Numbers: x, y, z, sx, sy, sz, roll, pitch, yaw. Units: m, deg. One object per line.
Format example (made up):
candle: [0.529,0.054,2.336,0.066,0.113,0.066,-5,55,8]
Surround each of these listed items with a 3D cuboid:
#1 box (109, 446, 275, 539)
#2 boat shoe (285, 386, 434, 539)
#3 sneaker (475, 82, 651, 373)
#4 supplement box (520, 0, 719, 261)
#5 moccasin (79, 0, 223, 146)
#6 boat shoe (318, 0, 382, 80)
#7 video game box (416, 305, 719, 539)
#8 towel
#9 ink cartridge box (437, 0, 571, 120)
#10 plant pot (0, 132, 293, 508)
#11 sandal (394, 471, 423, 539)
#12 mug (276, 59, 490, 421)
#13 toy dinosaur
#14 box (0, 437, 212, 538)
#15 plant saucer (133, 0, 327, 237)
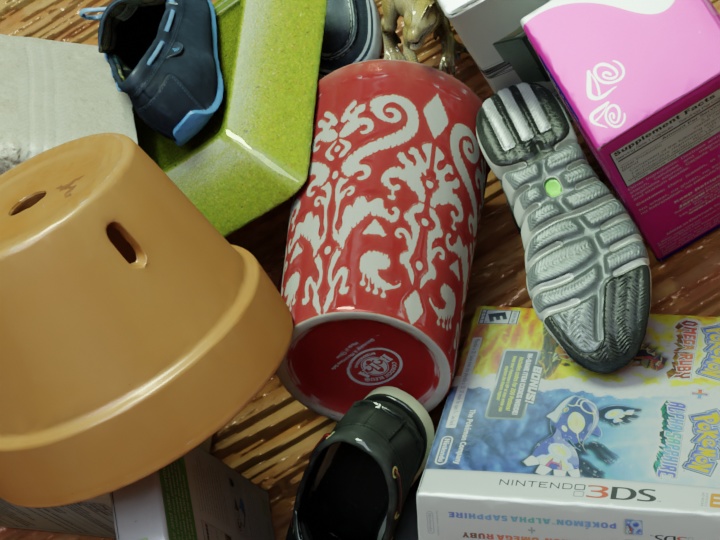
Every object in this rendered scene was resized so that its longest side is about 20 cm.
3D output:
box: [-0.092,0.181,1.219,0.036,0.200,0.145,-16,66,11]
boat shoe: [-0.015,0.161,1.219,0.073,0.063,0.202,31,126,15]
sneaker: [0.136,-0.013,1.258,0.075,0.116,0.201,-20,62,6]
supplement box: [0.183,-0.100,1.228,0.103,0.200,0.102,-30,64,5]
moccasin: [-0.133,-0.157,1.307,0.081,0.068,0.200,-49,30,11]
boat shoe: [-0.048,-0.226,1.412,0.070,0.091,0.201,-25,65,9]
video game box: [0.139,0.094,1.189,0.181,0.047,0.200,4,33,12]
towel: [-0.212,-0.104,1.300,0.131,0.035,0.200,5,26,-12]
ink cartridge box: [0.088,-0.194,1.294,0.084,0.200,0.147,-28,64,8]
plant pot: [-0.156,0.017,1.145,0.199,0.141,0.200,-24,23,11]
sandal: [0.100,0.130,1.224,0.199,0.043,0.077,-7,69,16]
mug: [0.012,0.000,1.270,0.132,0.178,0.201,8,48,0]
toy dinosaur: [0.033,-0.184,1.343,0.058,0.102,0.200,-19,36,-6]
box: [-0.210,0.106,1.326,0.198,0.128,0.110,3,70,19]
plant saucer: [-0.112,-0.099,1.337,0.199,0.048,0.201,-30,40,35]
